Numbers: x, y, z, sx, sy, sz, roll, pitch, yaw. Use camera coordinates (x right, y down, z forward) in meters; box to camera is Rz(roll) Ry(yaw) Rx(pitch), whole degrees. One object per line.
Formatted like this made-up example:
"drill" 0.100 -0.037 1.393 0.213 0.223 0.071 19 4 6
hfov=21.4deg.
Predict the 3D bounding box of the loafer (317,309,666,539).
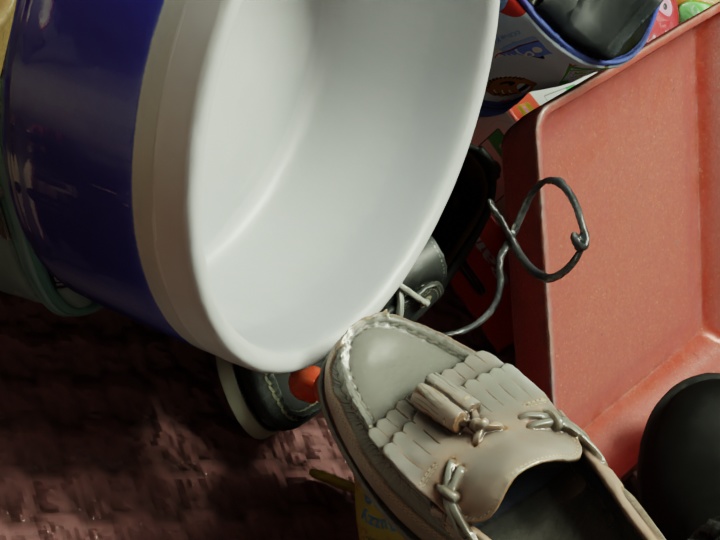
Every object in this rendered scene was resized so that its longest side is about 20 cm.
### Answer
"loafer" 0.064 0.083 0.631 0.072 0.063 0.200 -36 73 -21

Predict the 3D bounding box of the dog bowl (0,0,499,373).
"dog bowl" -0.031 -0.071 0.659 0.079 0.201 0.200 20 27 25

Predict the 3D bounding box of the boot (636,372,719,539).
"boot" 0.162 0.108 0.790 0.079 0.158 0.212 -3 57 3

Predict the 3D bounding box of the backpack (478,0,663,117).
"backpack" 0.054 -0.167 0.810 0.200 0.154 0.191 39 43 -26

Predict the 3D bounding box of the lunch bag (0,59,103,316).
"lunch bag" -0.093 -0.091 0.701 0.077 0.161 0.200 20 50 24

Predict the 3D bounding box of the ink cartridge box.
"ink cartridge box" 0.104 -0.039 0.975 0.109 0.050 0.200 55 36 8

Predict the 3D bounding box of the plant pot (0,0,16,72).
"plant pot" -0.189 -0.041 0.552 0.186 0.200 0.187 26 41 -26

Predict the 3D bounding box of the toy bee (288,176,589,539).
"toy bee" 0.018 0.069 0.728 0.108 0.131 0.201 4 70 -32

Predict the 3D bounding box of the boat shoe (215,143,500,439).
"boat shoe" 0.000 0.000 0.811 0.072 0.067 0.200 64 35 -17

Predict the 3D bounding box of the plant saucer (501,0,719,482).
"plant saucer" 0.126 -0.012 0.890 0.199 0.037 0.201 -32 124 -45

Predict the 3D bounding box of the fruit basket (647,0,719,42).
"fruit basket" 0.171 -0.171 1.130 0.185 0.094 0.200 34 42 -18
